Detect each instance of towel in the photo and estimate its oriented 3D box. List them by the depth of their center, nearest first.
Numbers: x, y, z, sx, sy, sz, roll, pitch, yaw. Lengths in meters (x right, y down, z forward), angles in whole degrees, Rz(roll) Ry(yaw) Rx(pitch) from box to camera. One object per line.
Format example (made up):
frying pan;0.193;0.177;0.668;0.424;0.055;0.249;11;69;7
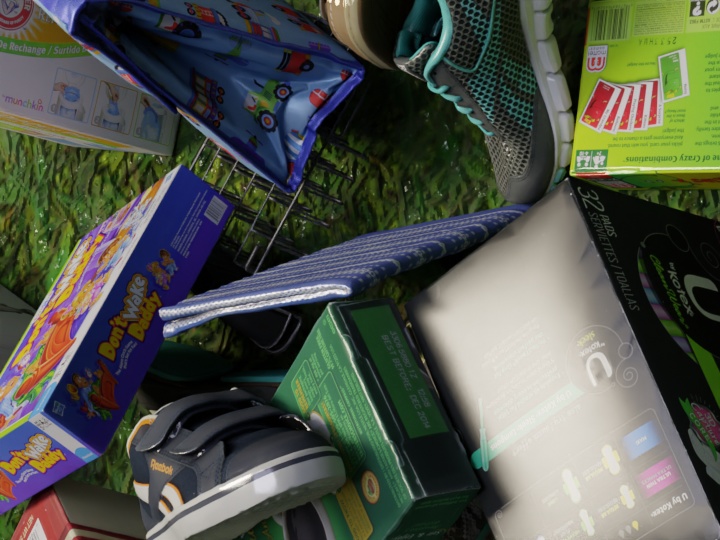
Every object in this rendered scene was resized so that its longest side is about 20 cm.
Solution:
towel;0.000;0.000;1.091;0.145;0.200;0.024;-11;96;38

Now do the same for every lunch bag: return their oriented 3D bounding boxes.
lunch bag;-0.122;-0.146;1.143;0.094;0.200;0.151;-59;35;10

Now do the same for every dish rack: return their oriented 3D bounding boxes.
dish rack;-0.056;-0.064;1.230;0.200;0.055;0.153;-62;36;8

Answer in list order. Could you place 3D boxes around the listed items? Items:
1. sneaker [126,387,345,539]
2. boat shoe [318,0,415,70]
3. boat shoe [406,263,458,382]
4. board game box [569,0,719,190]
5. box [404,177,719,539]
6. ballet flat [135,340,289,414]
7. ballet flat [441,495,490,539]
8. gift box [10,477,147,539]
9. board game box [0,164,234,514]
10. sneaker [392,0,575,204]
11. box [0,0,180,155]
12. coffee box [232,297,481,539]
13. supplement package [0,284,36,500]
sneaker;-0.075;0.100;1.009;0.200;0.078;0.080;-33;72;60
boat shoe;0.006;-0.156;1.112;0.064;0.200;0.071;10;99;13
boat shoe;0.081;0.089;1.081;0.061;0.072;0.201;-43;48;26
board game box;0.209;-0.096;1.016;0.200;0.048;0.102;2;83;43
box;0.139;0.078;0.974;0.124;0.148;0.200;-39;58;31
ballet flat;-0.090;0.089;1.240;0.200;0.068;0.068;8;100;43
ballet flat;-0.012;0.142;1.136;0.200;0.072;0.072;3;83;35
gift box;-0.122;0.232;1.162;0.185;0.187;0.200;-60;30;18
board game box;-0.165;0.042;1.173;0.134;0.045;0.200;-31;26;47
sneaker;0.062;-0.119;1.064;0.078;0.091;0.200;-126;19;-54
box;-0.226;-0.149;1.318;0.112;0.200;0.101;8;87;43
coffee box;-0.013;0.119;1.029;0.123;0.044;0.200;65;145;29
supplement package;-0.299;0.071;1.395;0.200;0.117;0.117;30;102;41
